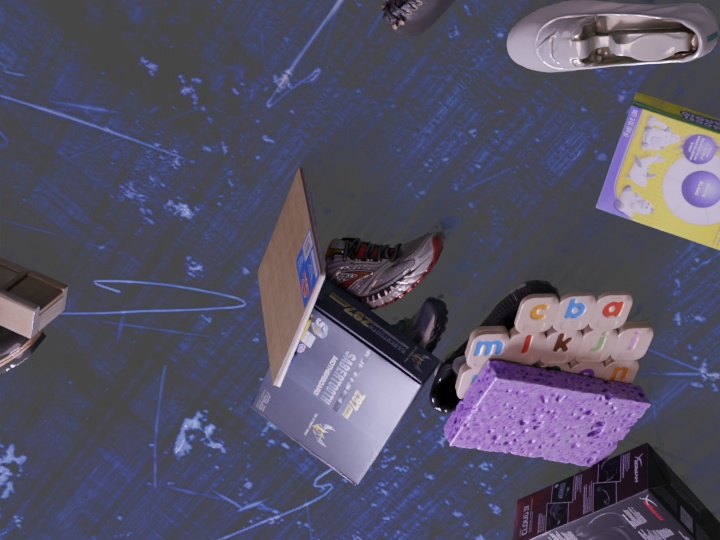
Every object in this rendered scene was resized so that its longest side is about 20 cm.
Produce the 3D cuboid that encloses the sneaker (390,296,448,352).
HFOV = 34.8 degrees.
[{"bbox_3d":[0.025,0.099,1.299,0.086,0.078,0.200,35,122,5],"label":"sneaker"}]

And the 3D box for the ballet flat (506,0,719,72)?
[{"bbox_3d":[0.229,-0.216,1.069,0.200,0.069,0.070,1,115,21],"label":"ballet flat"}]

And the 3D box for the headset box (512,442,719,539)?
[{"bbox_3d":[0.279,0.300,1.287,0.200,0.077,0.149,-32,113,32],"label":"headset box"}]

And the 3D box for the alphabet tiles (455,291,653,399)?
[{"bbox_3d":[0.202,0.094,1.199,0.200,0.015,0.196,-1,133,-13],"label":"alphabet tiles"}]

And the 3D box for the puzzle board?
[{"bbox_3d":[-0.073,0.004,1.229,0.017,0.200,0.151,12,123,-20],"label":"puzzle board"}]

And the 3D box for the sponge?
[{"bbox_3d":[0.199,0.155,1.225,0.200,0.030,0.112,11,128,-24],"label":"sponge"}]

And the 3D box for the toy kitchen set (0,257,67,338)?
[{"bbox_3d":[-0.475,-0.020,1.377,0.200,0.163,0.181,22,121,9],"label":"toy kitchen set"}]

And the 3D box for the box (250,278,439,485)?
[{"bbox_3d":[-0.022,0.127,1.270,0.158,0.051,0.200,35,132,7],"label":"box"}]

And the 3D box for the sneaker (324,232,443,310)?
[{"bbox_3d":[0.000,0.000,1.257,0.200,0.078,0.082,-22,105,28],"label":"sneaker"}]

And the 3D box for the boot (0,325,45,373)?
[{"bbox_3d":[-0.514,0.067,1.470,0.200,0.077,0.138,-14,115,27],"label":"boot"}]

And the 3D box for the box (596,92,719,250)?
[{"bbox_3d":[0.341,-0.083,1.104,0.200,0.048,0.118,19,121,10],"label":"box"}]

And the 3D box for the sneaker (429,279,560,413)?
[{"bbox_3d":[0.142,0.092,1.240,0.066,0.091,0.200,42,122,-1],"label":"sneaker"}]

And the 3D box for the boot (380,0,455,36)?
[{"bbox_3d":[0.049,-0.261,1.040,0.138,0.200,0.078,-37,72,34],"label":"boot"}]
